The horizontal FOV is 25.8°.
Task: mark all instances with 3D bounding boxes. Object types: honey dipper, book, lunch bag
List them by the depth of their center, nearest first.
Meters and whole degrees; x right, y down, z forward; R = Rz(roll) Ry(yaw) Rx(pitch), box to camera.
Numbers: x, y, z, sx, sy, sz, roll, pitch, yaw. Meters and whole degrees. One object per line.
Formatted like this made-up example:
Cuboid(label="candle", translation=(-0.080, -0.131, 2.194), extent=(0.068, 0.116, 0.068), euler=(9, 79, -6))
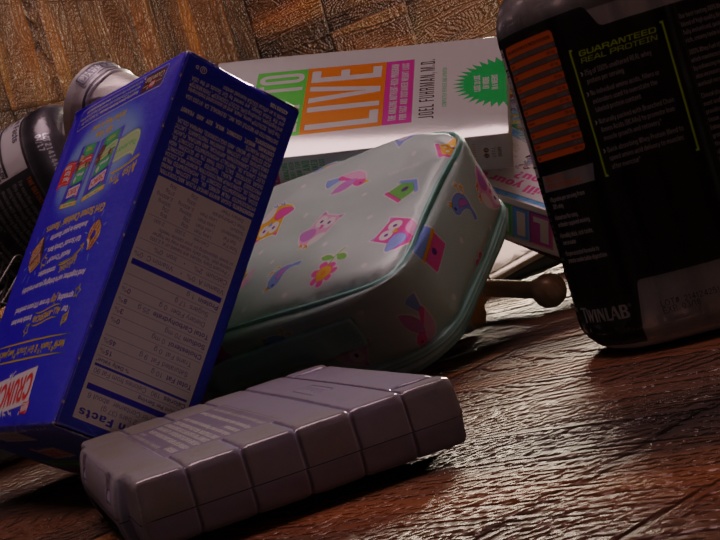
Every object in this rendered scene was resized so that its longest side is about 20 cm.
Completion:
Cuboid(label="lunch bag", translation=(-0.020, 0.009, 0.917), extent=(0.199, 0.077, 0.161), euler=(-19, 32, 34))
Cuboid(label="book", translation=(-0.001, -0.098, 1.032), extent=(0.199, 0.048, 0.134), euler=(-6, 32, 7))
Cuboid(label="honey dipper", translation=(0.092, 0.012, 1.078), extent=(0.038, 0.038, 0.200), euler=(-17, 5, -15))

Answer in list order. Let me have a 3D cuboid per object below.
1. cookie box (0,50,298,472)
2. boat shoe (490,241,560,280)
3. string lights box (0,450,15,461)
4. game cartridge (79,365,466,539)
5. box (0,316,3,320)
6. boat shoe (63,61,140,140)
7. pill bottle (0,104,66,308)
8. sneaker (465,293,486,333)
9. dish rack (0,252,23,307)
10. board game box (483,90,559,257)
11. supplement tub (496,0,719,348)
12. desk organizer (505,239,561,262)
Cuboid(label="cookie box", translation=(-0.127, 0.003, 0.837), extent=(0.075, 0.201, 0.171), euler=(25, -17, -25))
Cuboid(label="boat shoe", translation=(0.126, -0.010, 1.288), extent=(0.199, 0.073, 0.062), euler=(-23, -42, 9))
Cuboid(label="string lights box", translation=(-0.336, 0.127, 1.103), extent=(0.103, 0.059, 0.200), euler=(-20, 4, -42))
Cuboid(label="game cartridge", translation=(-0.047, 0.074, 0.651), extent=(0.129, 0.039, 0.200), euler=(-22, 4, -15))
Cuboid(label="box", translation=(-0.197, 0.061, 1.209), extent=(0.199, 0.097, 0.176), euler=(-16, 2, 38))
Cuboid(label="boat shoe", translation=(-0.135, -0.036, 1.001), extent=(0.070, 0.201, 0.071), euler=(25, 44, 32))
Cuboid(label="pill bottle", translation=(-0.231, -0.044, 1.082), extent=(0.199, 0.107, 0.106), euler=(-28, 0, 14))
Cuboid(label="sneaker", translation=(0.000, 0.000, 1.043), extent=(0.087, 0.076, 0.200), euler=(-25, 23, -17))
Cuboid(label="dish rack", translation=(-0.207, 0.036, 1.019), extent=(0.199, 0.055, 0.154), euler=(7, -28, 29))
Cuboid(label="board game box", translation=(0.132, -0.066, 1.023), extent=(0.199, 0.034, 0.134), euler=(21, 44, 32))
Cuboid(label="supplement tub", translation=(0.136, -0.074, 0.731), extent=(0.122, 0.201, 0.123), euler=(-16, 3, 1))
Cuboid(label="desk organizer", translation=(0.113, -0.043, 1.104), extent=(0.200, 0.077, 0.072), euler=(24, 62, 35))
